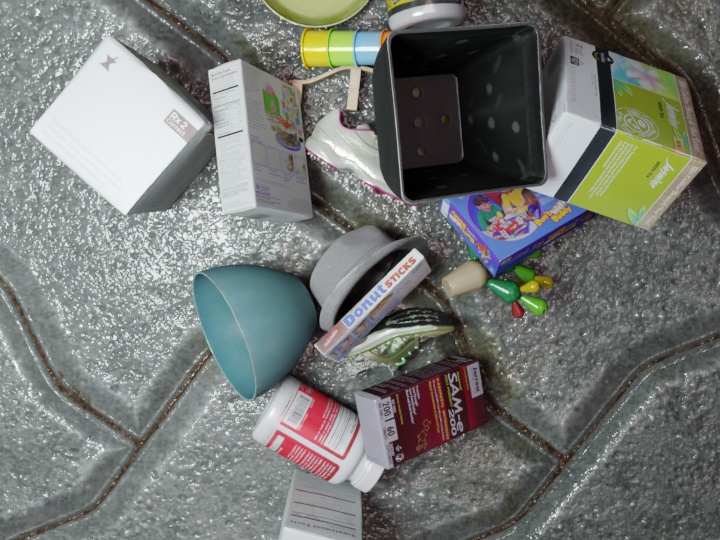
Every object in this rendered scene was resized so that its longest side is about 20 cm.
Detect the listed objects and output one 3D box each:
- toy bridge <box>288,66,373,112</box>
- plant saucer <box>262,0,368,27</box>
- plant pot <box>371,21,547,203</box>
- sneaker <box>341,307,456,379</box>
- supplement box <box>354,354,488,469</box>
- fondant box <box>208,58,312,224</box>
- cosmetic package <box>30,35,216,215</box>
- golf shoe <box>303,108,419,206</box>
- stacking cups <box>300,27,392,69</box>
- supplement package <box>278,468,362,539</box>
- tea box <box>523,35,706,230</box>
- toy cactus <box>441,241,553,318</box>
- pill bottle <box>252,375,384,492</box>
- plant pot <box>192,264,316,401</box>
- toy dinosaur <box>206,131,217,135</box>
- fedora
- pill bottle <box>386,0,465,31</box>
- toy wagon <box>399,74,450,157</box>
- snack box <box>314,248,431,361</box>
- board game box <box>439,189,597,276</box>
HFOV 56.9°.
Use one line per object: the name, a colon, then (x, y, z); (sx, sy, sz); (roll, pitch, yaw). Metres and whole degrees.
toy bridge: (-0.011, -0.276, 1.010); (0.199, 0.027, 0.067); (7, 97, -1)
plant saucer: (-0.066, -0.461, 0.985); (0.199, 0.031, 0.201); (0, 97, 0)
plant pot: (0.111, -0.204, 0.882); (0.199, 0.177, 0.200); (-9, 101, -14)
sneaker: (0.055, 0.119, 1.048); (0.199, 0.077, 0.089); (-14, 110, 6)
supplement box: (0.096, 0.210, 1.010); (0.200, 0.061, 0.109); (-16, 99, -31)
fondant box: (-0.137, -0.173, 0.930); (0.058, 0.144, 0.201); (-9, 84, 27)
cosmetic package: (-0.308, -0.193, 0.931); (0.165, 0.200, 0.165); (41, 95, -5)
golf shoe: (0.015, -0.169, 1.003); (0.200, 0.075, 0.092); (30, 93, -5)
stacking cups: (0.016, -0.324, 0.964); (0.199, 0.060, 0.061); (3, 97, 14)
supplement package: (-0.065, 0.405, 1.009); (0.117, 0.200, 0.117); (14, 97, -2)
tea box: (0.341, -0.193, 0.922); (0.196, 0.200, 0.134); (18, 139, -5)
toy cactus: (0.196, -0.008, 1.005); (0.165, 0.102, 0.201); (-23, 83, -16)
pill bottle: (-0.058, 0.259, 1.035); (0.200, 0.112, 0.112); (31, 96, -4)
plant pot: (-0.145, 0.073, 0.987); (0.134, 0.200, 0.201); (-24, 98, -28)
toy dinosaur: (-0.170, -0.157, 0.979); (0.060, 0.106, 0.200); (-50, 132, -12)
fedora: (0.000, 0.000, 0.998); (0.200, 0.177, 0.090); (-47, 66, 6)
pill bottle: (0.086, -0.450, 0.947); (0.112, 0.112, 0.201); (-7, 97, 0)
toy wagon: (0.132, -0.254, 0.995); (0.155, 0.040, 0.201); (11, 95, -18)
snack box: (0.021, 0.053, 0.972); (0.200, 0.072, 0.024); (-44, 69, -1)
board game box: (0.236, -0.097, 0.967); (0.200, 0.045, 0.135); (-29, 66, -15)
